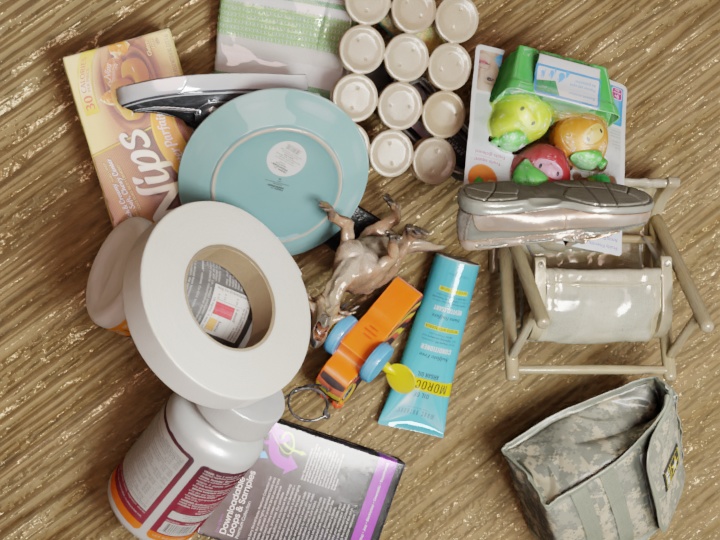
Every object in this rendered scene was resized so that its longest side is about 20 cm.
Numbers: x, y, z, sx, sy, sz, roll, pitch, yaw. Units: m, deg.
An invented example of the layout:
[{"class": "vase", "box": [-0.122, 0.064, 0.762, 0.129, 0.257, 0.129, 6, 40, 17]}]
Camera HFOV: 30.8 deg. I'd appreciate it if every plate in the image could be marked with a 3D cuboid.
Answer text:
[{"class": "plate", "box": [-0.086, -0.090, 1.329, 0.198, 0.026, 0.202, -7, 126, -9]}]

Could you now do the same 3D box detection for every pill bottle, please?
[{"class": "pill bottle", "box": [-0.168, 0.032, 1.332, 0.199, 0.116, 0.117, 25, 89, -33]}, {"class": "pill bottle", "box": [-0.166, 0.181, 1.328, 0.109, 0.110, 0.200, 33, 119, -12]}]

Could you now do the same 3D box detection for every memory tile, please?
[{"class": "memory tile", "box": [0.043, -0.197, 1.362, 0.152, 0.017, 0.202, 6, 98, -18]}]

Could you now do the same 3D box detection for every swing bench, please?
[{"class": "swing bench", "box": [0.253, 0.005, 1.424, 0.197, 0.130, 0.201, 1, 58, -11]}]

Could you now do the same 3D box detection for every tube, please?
[{"class": "tube", "box": [0.081, 0.083, 1.450, 0.077, 0.050, 0.202, 14, 97, -5]}]

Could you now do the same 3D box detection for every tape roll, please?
[{"class": "tape roll", "box": [-0.134, 0.032, 1.253, 0.202, 0.037, 0.204, 21, 57, -35]}]

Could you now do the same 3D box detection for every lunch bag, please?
[{"class": "lunch bag", "box": [0.276, 0.224, 1.438, 0.199, 0.118, 0.165, -30, 134, -9]}]

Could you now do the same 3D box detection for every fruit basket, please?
[{"class": "fruit basket", "box": [0.198, -0.129, 1.363, 0.184, 0.094, 0.202, 12, 65, -15]}]

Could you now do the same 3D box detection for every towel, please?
[{"class": "towel", "box": [-0.073, -0.277, 1.354, 0.148, 0.031, 0.202, 8, 109, -2]}]

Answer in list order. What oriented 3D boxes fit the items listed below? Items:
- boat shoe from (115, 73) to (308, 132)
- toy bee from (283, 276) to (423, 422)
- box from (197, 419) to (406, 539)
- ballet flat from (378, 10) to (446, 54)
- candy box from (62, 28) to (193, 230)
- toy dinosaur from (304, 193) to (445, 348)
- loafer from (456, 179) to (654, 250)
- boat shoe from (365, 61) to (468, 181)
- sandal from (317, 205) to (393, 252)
[{"class": "boat shoe", "box": [-0.146, -0.162, 1.317, 0.198, 0.072, 0.068, -5, 95, -25]}, {"class": "toy bee", "box": [-0.016, 0.096, 1.412, 0.199, 0.109, 0.131, -24, 68, -22]}, {"class": "box", "box": [-0.066, 0.246, 1.435, 0.199, 0.036, 0.144, 20, 89, -14]}, {"class": "ballet flat", "box": [0.027, -0.304, 1.386, 0.200, 0.071, 0.071, 41, 86, -10]}, {"class": "candy box", "box": [-0.226, -0.137, 1.357, 0.115, 0.055, 0.202, -17, 99, -10]}, {"class": "toy dinosaur", "box": [0.000, 0.000, 1.372, 0.086, 0.199, 0.136, 36, 119, 27]}, {"class": "loafer", "box": [0.191, -0.052, 1.303, 0.198, 0.072, 0.063, 1, 117, -8]}, {"class": "boat shoe", "box": [0.066, -0.172, 1.415, 0.200, 0.057, 0.067, 41, 86, -12]}, {"class": "sandal", "box": [-0.042, -0.067, 1.412, 0.075, 0.048, 0.200, -48, 115, -2]}]
